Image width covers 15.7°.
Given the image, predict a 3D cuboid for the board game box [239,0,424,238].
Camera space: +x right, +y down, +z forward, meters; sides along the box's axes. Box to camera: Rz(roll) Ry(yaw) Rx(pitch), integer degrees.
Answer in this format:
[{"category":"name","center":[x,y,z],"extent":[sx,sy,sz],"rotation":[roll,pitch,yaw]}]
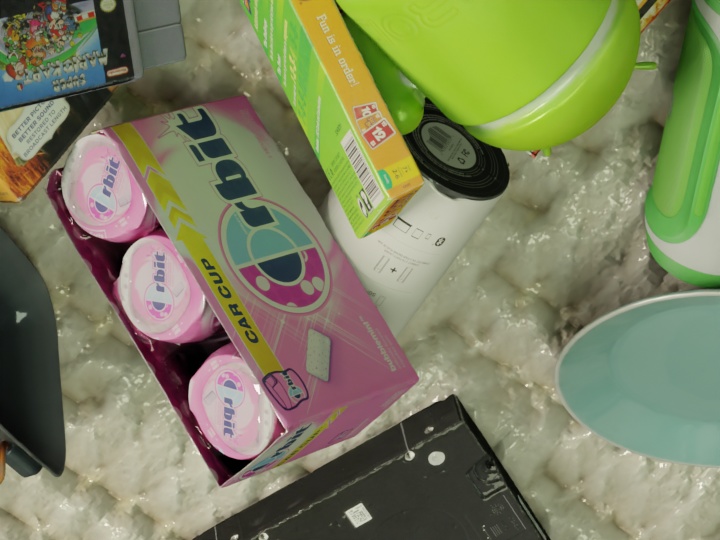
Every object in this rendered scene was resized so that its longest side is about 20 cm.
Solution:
[{"category":"board game box","center":[-0.029,-0.119,1.349],"extent":[0.030,0.096,0.201],"rotation":[-28,85,-14]}]

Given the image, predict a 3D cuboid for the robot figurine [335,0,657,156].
[{"category":"robot figurine","center":[0.063,-0.142,1.332],"extent":[0.175,0.116,0.200],"rotation":[-37,120,21]}]

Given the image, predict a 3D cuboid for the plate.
[{"category":"plate","center":[0.215,0.059,1.549],"extent":[0.198,0.026,0.201],"rotation":[5,147,3]}]

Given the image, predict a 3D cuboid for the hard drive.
[{"category":"hard drive","center":[0.007,0.178,1.611],"extent":[0.199,0.038,0.140],"rotation":[-31,120,8]}]

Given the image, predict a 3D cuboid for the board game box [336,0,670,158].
[{"category":"board game box","center":[0.099,-0.180,1.412],"extent":[0.151,0.046,0.200],"rotation":[33,110,-25]}]

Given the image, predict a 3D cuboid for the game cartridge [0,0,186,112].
[{"category":"game cartridge","center":[-0.180,-0.147,1.315],"extent":[0.199,0.038,0.131],"rotation":[-17,101,-36]}]

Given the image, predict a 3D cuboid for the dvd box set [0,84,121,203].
[{"category":"dvd box set","center":[-0.197,-0.156,1.341],"extent":[0.147,0.029,0.200],"rotation":[-52,122,-22]}]

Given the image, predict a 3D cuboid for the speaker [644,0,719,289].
[{"category":"speaker","center":[0.211,-0.086,1.445],"extent":[0.088,0.089,0.201],"rotation":[-1,133,-9]}]

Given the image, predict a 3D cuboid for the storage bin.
[{"category":"storage bin","center":[-0.252,0.052,1.408],"extent":[0.133,0.147,0.200],"rotation":[-11,158,9]}]

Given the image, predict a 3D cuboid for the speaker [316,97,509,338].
[{"category":"speaker","center":[0.000,0.000,1.458],"extent":[0.081,0.082,0.200],"rotation":[20,127,-20]}]

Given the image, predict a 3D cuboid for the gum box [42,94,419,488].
[{"category":"gum box","center":[-0.071,0.003,1.390],"extent":[0.113,0.201,0.066],"rotation":[-17,160,-49]}]
